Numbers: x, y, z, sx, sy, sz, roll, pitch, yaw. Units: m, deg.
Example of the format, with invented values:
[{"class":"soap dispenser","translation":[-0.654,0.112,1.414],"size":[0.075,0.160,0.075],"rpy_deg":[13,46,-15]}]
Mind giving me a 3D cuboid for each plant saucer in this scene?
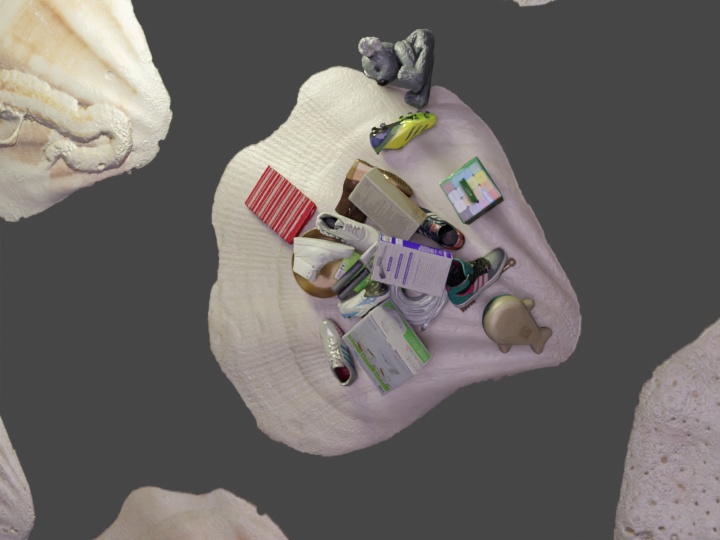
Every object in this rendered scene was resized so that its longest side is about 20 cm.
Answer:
[{"class":"plant saucer","translation":[-0.105,-0.022,1.786],"size":[0.193,0.035,0.208],"rpy_deg":[1,93,13]}]

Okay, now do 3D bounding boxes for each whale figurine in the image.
[{"class":"whale figurine","translation":[0.414,0.145,1.647],"size":[0.196,0.104,0.162],"rpy_deg":[26,98,-14]}]

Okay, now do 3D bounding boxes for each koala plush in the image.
[{"class":"koala plush","translation":[0.093,-0.559,1.654],"size":[0.194,0.177,0.190],"rpy_deg":[10,83,13]}]

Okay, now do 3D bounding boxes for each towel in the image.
[{"class":"towel","translation":[-0.236,-0.193,1.819],"size":[0.199,0.022,0.146],"rpy_deg":[40,103,11]}]

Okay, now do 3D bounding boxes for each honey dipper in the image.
[{"class":"honey dipper","translation":[0.345,0.037,1.677],"size":[0.199,0.038,0.038],"rpy_deg":[-42,83,11]}]

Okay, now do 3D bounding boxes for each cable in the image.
[{"class":"cable","translation":[0.151,0.043,1.696],"size":[0.200,0.069,0.200],"rpy_deg":[44,95,-3]}]

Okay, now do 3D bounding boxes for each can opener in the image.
[{"class":"can opener","translation":[0.000,0.000,1.695],"size":[0.199,0.067,0.053],"rpy_deg":[-43,97,10]}]

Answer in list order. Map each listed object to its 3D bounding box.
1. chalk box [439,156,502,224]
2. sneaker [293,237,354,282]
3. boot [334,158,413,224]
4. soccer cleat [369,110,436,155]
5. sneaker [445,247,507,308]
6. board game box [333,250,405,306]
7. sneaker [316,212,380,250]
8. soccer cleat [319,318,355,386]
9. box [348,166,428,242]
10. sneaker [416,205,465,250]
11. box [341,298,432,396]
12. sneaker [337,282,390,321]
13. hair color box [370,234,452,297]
[{"class":"chalk box","translation":[0.289,-0.205,1.595],"size":[0.122,0.200,0.126],"rpy_deg":[-34,85,13]},{"class":"sneaker","translation":[-0.105,-0.024,1.727],"size":[0.195,0.073,0.120],"rpy_deg":[9,97,30]},{"class":"boot","translation":[0.036,-0.201,1.740],"size":[0.196,0.072,0.170],"rpy_deg":[27,112,8]},{"class":"soccer cleat","translation":[0.120,-0.381,1.711],"size":[0.194,0.065,0.086],"rpy_deg":[-17,118,10]},{"class":"sneaker","translation":[0.297,-0.004,1.632],"size":[0.200,0.121,0.084],"rpy_deg":[-46,47,1]},{"class":"board game box","translation":[0.028,0.030,1.739],"size":[0.197,0.030,0.097],"rpy_deg":[32,97,-2]},{"class":"sneaker","translation":[-0.035,-0.111,1.713],"size":[0.194,0.081,0.077],"rpy_deg":[18,83,4]},{"class":"soccer cleat","translation":[-0.067,0.235,1.763],"size":[0.068,0.086,0.205],"rpy_deg":[-25,86,13]},{"class":"box","translation":[0.074,-0.169,1.647],"size":[0.200,0.078,0.095],"rpy_deg":[44,125,2]},{"class":"sneaker","translation":[0.197,-0.120,1.682],"size":[0.196,0.084,0.077],"rpy_deg":[26,98,12]},{"class":"box","translation":[0.068,0.211,1.680],"size":[0.202,0.096,0.177],"rpy_deg":[53,140,7]},{"class":"sneaker","translation":[0.017,0.087,1.688],"size":[0.198,0.072,0.073],"rpy_deg":[-24,108,46]},{"class":"hair color box","translation":[0.132,-0.013,1.611],"size":[0.194,0.065,0.112],"rpy_deg":[14,111,-3]}]
